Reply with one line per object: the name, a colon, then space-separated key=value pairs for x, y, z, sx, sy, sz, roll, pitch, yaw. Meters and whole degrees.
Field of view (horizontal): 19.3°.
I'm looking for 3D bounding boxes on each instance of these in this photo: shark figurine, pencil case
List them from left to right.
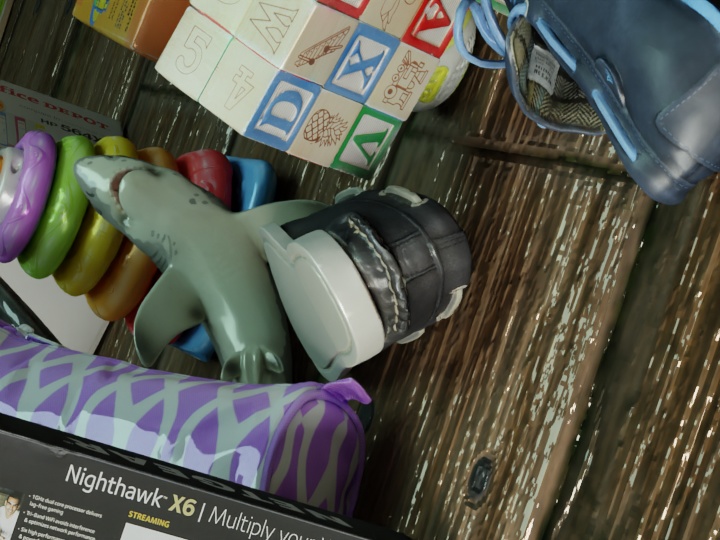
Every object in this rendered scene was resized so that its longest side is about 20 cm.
pencil case: x=-0.096 y=0.073 z=0.898 sx=0.199 sy=0.084 sz=0.086 roll=10 pitch=66 yaw=28
shark figurine: x=-0.062 y=0.048 z=1.006 sx=0.090 sy=0.128 sz=0.215 roll=93 pitch=171 yaw=-75

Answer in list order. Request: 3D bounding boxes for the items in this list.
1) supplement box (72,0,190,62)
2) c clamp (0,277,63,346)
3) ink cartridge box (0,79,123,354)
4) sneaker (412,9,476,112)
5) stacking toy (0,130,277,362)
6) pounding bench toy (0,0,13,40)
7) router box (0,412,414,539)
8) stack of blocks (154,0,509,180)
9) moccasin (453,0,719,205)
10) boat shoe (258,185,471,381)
supplement box: x=-0.123 y=-0.163 z=1.307 sx=0.067 sy=0.069 sz=0.200 roll=-67 pitch=19 yaw=4
c clamp: x=-0.160 y=0.038 z=1.066 sx=0.027 sy=0.200 sz=0.171 roll=-41 pitch=41 yaw=-11
ink cartridge box: x=-0.229 y=-0.033 z=1.371 sx=0.125 sy=0.128 sz=0.200 roll=-61 pitch=24 yaw=23
sneaker: x=-0.008 y=-0.155 z=0.965 sx=0.076 sy=0.105 sz=0.200 roll=-59 pitch=25 yaw=28
stacking toy: x=-0.153 y=-0.033 z=1.085 sx=0.116 sy=0.200 sz=0.110 roll=14 pitch=85 yaw=68
pounding bench toy: x=-0.418 y=-0.207 z=1.983 sx=0.156 sy=0.124 sz=0.201 roll=-1 pitch=72 yaw=68
router box: x=-0.084 y=0.149 z=0.766 sx=0.052 sy=0.200 sz=0.158 roll=19 pitch=89 yaw=68
stack of blocks: x=0.019 y=-0.139 z=0.829 sx=0.059 sy=0.115 sz=0.200 roll=37 pitch=102 yaw=35
moccasin: x=0.073 y=-0.082 z=0.735 sx=0.068 sy=0.080 sz=0.200 roll=-55 pitch=23 yaw=9
boat shoe: x=0.000 y=0.000 z=0.877 sx=0.074 sy=0.060 sz=0.200 roll=64 pitch=171 yaw=1
